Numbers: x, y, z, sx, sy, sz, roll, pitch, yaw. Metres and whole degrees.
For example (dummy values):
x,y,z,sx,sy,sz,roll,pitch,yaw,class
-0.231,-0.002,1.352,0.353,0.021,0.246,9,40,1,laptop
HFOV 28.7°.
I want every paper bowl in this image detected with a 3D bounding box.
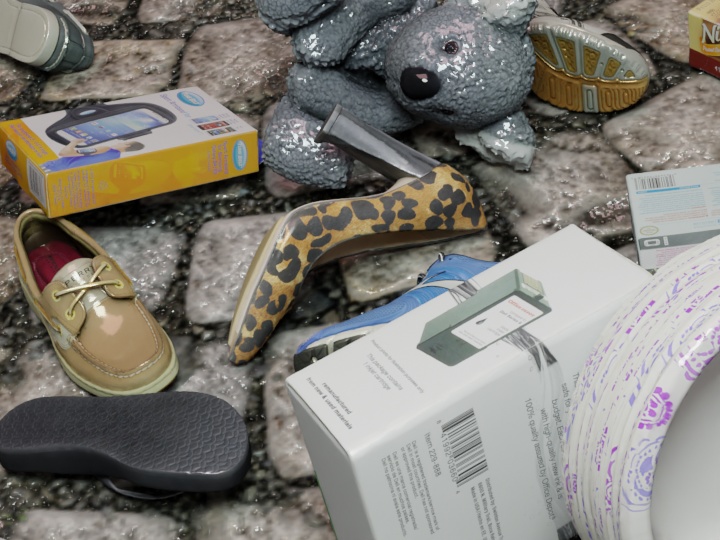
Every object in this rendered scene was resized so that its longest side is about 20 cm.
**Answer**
x,y,z,sx,sy,sz,roll,pitch,yaw,class
0.193,0.079,0.733,0.199,0.203,0.104,-27,28,-16,paper bowl

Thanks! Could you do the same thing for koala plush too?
x,y,z,sx,sy,sz,roll,pitch,yaw,class
0.046,-0.161,1.069,0.197,0.180,0.183,7,21,26,koala plush

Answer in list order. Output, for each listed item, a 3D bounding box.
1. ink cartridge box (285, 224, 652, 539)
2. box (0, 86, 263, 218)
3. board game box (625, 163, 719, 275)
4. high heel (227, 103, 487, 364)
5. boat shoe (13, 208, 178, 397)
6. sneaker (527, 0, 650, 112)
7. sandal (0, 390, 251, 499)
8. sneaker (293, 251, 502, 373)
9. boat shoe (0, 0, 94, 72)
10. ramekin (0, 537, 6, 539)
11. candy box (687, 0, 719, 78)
x,y,z,sx,sy,sz,roll,pitch,yaw,class
0.075,0.088,0.793,0.198,0.147,0.084,-27,35,-17,ink cartridge box
-0.173,-0.100,1.112,0.198,0.042,0.119,-17,32,-26,box
0.252,0.015,0.892,0.145,0.065,0.201,-7,40,9,board game box
0.000,0.000,0.994,0.141,0.071,0.202,29,79,-9,high heel
-0.198,0.021,1.004,0.074,0.067,0.199,-34,45,-21,boat shoe
0.148,-0.189,1.139,0.198,0.076,0.088,18,45,28,sneaker
-0.149,0.115,0.914,0.198,0.043,0.076,2,35,32,sandal
0.051,0.040,0.922,0.197,0.080,0.089,-13,30,-9,sneaker
-0.315,-0.232,1.340,0.061,0.074,0.199,13,14,-40,boat shoe
-0.241,0.230,0.762,0.199,0.095,0.204,-7,42,7,ramekin
0.369,-0.209,1.115,0.199,0.056,0.115,-32,44,-21,candy box
